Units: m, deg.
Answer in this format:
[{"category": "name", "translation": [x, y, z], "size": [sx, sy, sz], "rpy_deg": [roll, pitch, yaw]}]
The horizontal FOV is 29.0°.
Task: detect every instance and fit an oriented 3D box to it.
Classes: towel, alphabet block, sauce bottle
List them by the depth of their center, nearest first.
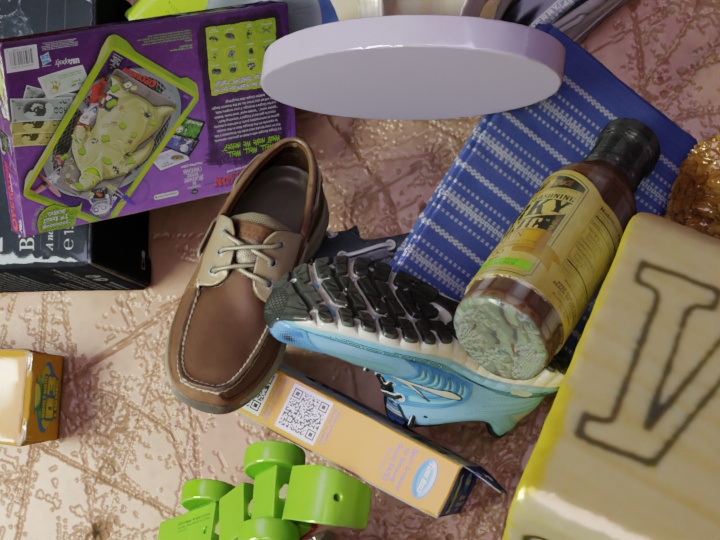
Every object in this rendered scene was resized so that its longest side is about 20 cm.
[{"category": "alphabet block", "translation": [0.203, 0.119, 0.793], "size": [0.199, 0.196, 0.197], "rpy_deg": [22, 63, 12]}, {"category": "sauce bottle", "translation": [0.124, -0.021, 0.830], "size": [0.064, 0.065, 0.200], "rpy_deg": [28, 48, 13]}, {"category": "towel", "translation": [0.121, -0.042, 0.906], "size": [0.144, 0.024, 0.201], "rpy_deg": [35, 82, -16]}]

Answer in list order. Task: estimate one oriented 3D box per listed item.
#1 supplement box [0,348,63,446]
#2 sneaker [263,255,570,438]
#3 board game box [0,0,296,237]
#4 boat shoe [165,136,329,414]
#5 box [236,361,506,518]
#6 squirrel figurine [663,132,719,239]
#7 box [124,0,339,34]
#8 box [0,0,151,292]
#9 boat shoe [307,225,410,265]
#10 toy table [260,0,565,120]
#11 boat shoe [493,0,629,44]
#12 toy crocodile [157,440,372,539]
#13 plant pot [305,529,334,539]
[{"category": "supplement box", "translation": [-0.314, 0.085, 0.986], "size": [0.198, 0.069, 0.067], "rpy_deg": [3, 83, 13]}, {"category": "sneaker", "translation": [0.030, 0.059, 0.837], "size": [0.199, 0.079, 0.090], "rpy_deg": [19, 118, -23]}, {"category": "board game box", "translation": [-0.132, -0.100, 0.888], "size": [0.199, 0.032, 0.121], "rpy_deg": [-14, 107, -32]}, {"category": "boat shoe", "translation": [-0.070, -0.004, 0.853], "size": [0.075, 0.072, 0.201], "rpy_deg": [12, 49, 5]}, {"category": "box", "translation": [-0.002, 0.107, 0.895], "size": [0.199, 0.119, 0.042], "rpy_deg": [28, 88, 14]}, {"category": "squirrel figurine", "translation": [0.282, -0.071, 0.861], "size": [0.199, 0.142, 0.187], "rpy_deg": [-29, 71, 3]}, {"category": "box", "translation": [-0.048, -0.200, 0.956], "size": [0.200, 0.048, 0.122], "rpy_deg": [-45, 113, 2]}, {"category": "box", "translation": [-0.256, -0.088, 0.973], "size": [0.198, 0.117, 0.198], "rpy_deg": [-2, 82, 12]}, {"category": "boat shoe", "translation": [0.000, 0.000, 0.937], "size": [0.198, 0.076, 0.061], "rpy_deg": [-3, 82, -2]}, {"category": "toy table", "translation": [0.034, -0.167, 0.855], "size": [0.199, 0.184, 0.118], "rpy_deg": [1, 78, 23]}, {"category": "boat shoe", "translation": [0.163, -0.212, 0.935], "size": [0.073, 0.065, 0.200], "rpy_deg": [39, 91, 14]}, {"category": "toy crocodile", "translation": [-0.071, 0.162, 0.892], "size": [0.200, 0.061, 0.068], "rpy_deg": [-32, 45, 43]}, {"category": "plant pot", "translation": [-0.078, 0.300, 0.853], "size": [0.199, 0.200, 0.178], "rpy_deg": [-27, 88, 6]}]
